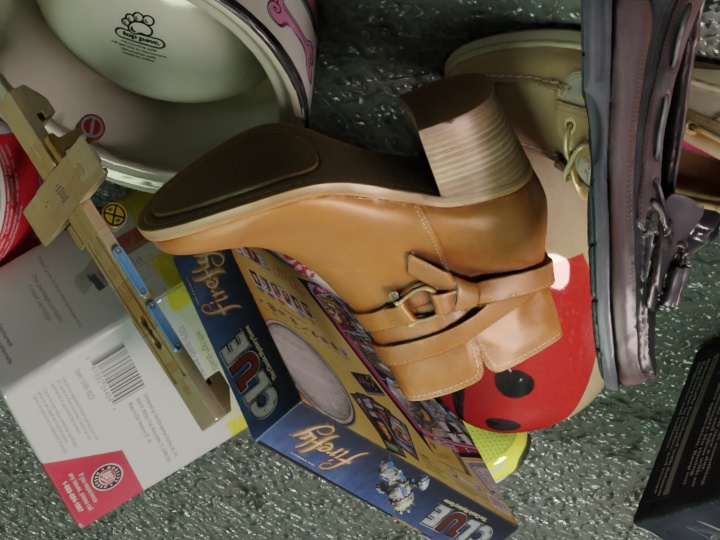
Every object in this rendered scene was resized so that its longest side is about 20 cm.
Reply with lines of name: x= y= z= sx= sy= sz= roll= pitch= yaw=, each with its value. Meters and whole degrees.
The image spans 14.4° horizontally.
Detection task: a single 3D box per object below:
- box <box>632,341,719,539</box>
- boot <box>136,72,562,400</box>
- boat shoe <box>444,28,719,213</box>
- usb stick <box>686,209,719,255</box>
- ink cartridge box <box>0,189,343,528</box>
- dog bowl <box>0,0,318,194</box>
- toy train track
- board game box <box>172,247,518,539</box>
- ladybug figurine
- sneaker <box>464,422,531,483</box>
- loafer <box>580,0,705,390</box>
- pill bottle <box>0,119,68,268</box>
box: x=0.285 y=0.117 z=1.539 sx=0.196 sy=0.118 sz=0.200 roll=27 pitch=161 yaw=-12
boot: x=0.000 y=0.000 z=1.435 sx=0.199 sy=0.074 sz=0.156 roll=-15 pitch=121 yaw=7
boat shoe: x=0.131 y=-0.068 z=1.424 sx=0.199 sy=0.070 sz=0.074 roll=9 pitch=147 yaw=17
usb stick: x=0.126 y=-0.001 z=1.565 sx=0.055 sy=0.033 sz=0.200 roll=37 pitch=146 yaw=-10
ink cartridge box: x=-0.107 y=0.031 z=1.591 sx=0.084 sy=0.199 sz=0.146 roll=54 pitch=170 yaw=37
dog bowl: x=-0.110 y=-0.126 z=1.470 sx=0.199 sy=0.074 sz=0.201 roll=15 pitch=148 yaw=10
toy train track: x=-0.120 y=-0.011 z=1.481 sx=0.201 sy=0.032 sz=0.115 roll=58 pitch=152 yaw=4
board game box: x=-0.007 y=0.066 z=1.519 sx=0.035 sy=0.136 sz=0.200 roll=-40 pitch=138 yaw=15
ladybug figurine: x=0.073 y=0.016 z=1.542 sx=0.135 sy=0.072 sz=0.201 roll=22 pitch=138 yaw=31
sneaker: x=0.007 y=0.072 z=1.701 sx=0.199 sy=0.079 sz=0.091 roll=18 pitch=146 yaw=5
loafer: x=0.138 y=-0.044 z=1.358 sx=0.062 sy=0.202 sz=0.072 roll=-2 pitch=180 yaw=6
pill bottle: x=-0.242 y=-0.041 z=1.543 sx=0.111 sy=0.113 sz=0.200 roll=8 pitch=-172 yaw=19
